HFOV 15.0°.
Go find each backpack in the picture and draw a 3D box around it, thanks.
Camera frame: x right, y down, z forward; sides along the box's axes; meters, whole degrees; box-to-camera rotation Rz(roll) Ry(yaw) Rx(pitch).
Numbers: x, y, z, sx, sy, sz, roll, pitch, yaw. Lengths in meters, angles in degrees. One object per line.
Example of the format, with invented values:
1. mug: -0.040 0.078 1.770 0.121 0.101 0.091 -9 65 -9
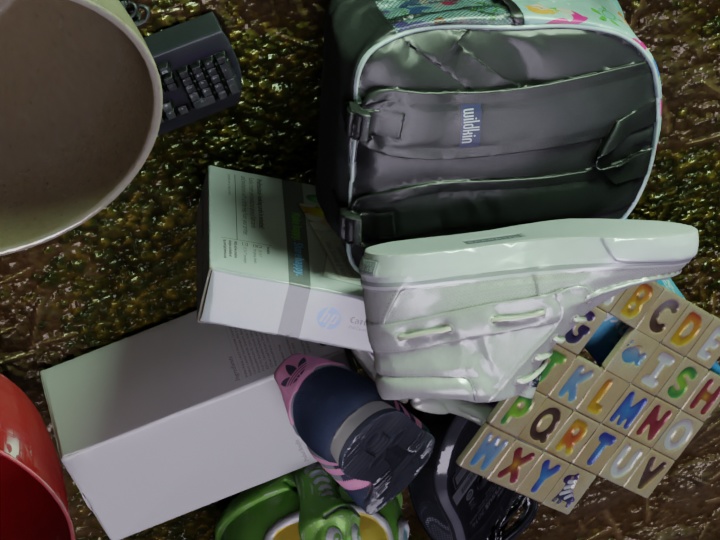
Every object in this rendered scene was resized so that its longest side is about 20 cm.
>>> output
1. backpack: 0.074 -0.095 1.640 0.199 0.151 0.178 -4 123 -10

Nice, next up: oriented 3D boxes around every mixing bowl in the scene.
1. mixing bowl: -0.275 0.124 1.761 0.199 0.109 0.200 3 137 3

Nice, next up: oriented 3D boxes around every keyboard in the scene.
1. keyboard: -0.173 -0.106 1.638 0.199 0.021 0.127 -22 139 1

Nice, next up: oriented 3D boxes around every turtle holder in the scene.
1. turtle holder: -0.021 0.197 1.917 0.141 0.132 0.185 6 148 -33

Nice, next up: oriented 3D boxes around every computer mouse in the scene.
1. computer mouse: 0.067 0.155 1.971 0.139 0.053 0.200 -49 148 -29

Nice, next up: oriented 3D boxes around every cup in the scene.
1. cup: -0.221 -0.125 1.504 0.200 0.143 0.201 -11 138 -11

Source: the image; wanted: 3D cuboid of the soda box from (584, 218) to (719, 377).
1. soda box: 0.170 0.018 1.826 0.068 0.064 0.200 -30 140 10

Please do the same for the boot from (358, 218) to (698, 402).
1. boot: 0.100 0.025 1.589 0.199 0.074 0.096 -6 101 -6

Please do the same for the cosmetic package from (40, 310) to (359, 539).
1. cosmetic package: -0.100 0.090 1.829 0.199 0.085 0.108 -20 140 0

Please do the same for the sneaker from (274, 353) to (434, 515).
1. sneaker: -0.005 0.100 1.776 0.070 0.082 0.200 -45 162 -8

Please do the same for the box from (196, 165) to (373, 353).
1. box: 0.000 0.000 1.678 0.199 0.156 0.041 12 114 -8

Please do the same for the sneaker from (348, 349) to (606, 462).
1. sneaker: 0.072 0.050 1.800 0.200 0.081 0.084 23 116 -22

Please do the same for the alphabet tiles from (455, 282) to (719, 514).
1. alphabet tiles: 0.167 0.087 1.810 0.200 0.008 0.167 27 101 -49
